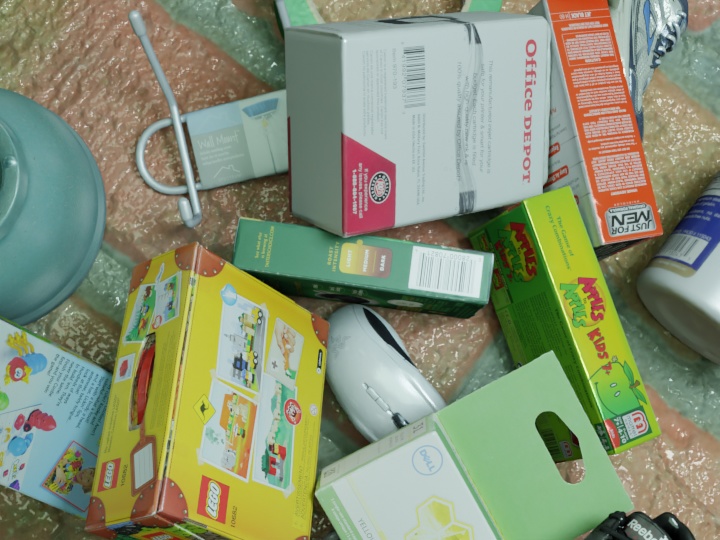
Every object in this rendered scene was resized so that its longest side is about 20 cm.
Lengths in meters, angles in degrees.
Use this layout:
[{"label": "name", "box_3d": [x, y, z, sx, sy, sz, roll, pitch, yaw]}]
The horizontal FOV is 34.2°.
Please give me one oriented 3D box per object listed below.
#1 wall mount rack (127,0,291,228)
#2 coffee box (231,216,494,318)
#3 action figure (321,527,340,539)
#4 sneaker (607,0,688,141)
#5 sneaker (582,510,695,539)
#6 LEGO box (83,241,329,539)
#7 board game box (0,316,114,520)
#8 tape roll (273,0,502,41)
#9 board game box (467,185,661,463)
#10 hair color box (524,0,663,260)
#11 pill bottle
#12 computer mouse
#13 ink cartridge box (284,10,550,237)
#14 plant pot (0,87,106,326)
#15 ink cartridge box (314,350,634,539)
[{"label": "wall mount rack", "box_3d": [-0.101, -0.134, 0.944, 0.197, 0.075, 0.176, -13, 97, 5]}, {"label": "coffee box", "box_3d": [0.000, 0.000, 0.925, 0.197, 0.123, 0.045, 7, 82, 1]}, {"label": "action figure", "box_3d": [-0.094, 0.253, 0.893, 0.191, 0.105, 0.202, -19, 79, -6]}, {"label": "sneaker", "box_3d": [0.240, -0.201, 0.991, 0.084, 0.077, 0.203, 2, 82, -6]}, {"label": "sneaker", "box_3d": [0.170, 0.219, 0.827, 0.071, 0.199, 0.099, 44, 125, 38]}, {"label": "LEGO box", "box_3d": [-0.104, 0.106, 0.851, 0.077, 0.148, 0.202, -19, 53, 36]}, {"label": "board game box", "box_3d": [-0.252, 0.099, 0.864, 0.199, 0.103, 0.106, 33, 79, -30]}, {"label": "tape roll", "box_3d": [0.022, -0.245, 1.001, 0.198, 0.048, 0.203, 0, 82, -2]}, {"label": "board game box", "box_3d": [0.158, 0.046, 0.928, 0.047, 0.101, 0.202, -17, 84, -24]}, {"label": "hair color box", "box_3d": [0.174, -0.111, 0.956, 0.060, 0.101, 0.203, -8, 82, -20]}, {"label": "pill bottle", "box_3d": [0.327, -0.030, 0.944, 0.119, 0.120, 0.200, 39, 82, 4]}, {"label": "computer mouse", "box_3d": [0.026, 0.112, 0.922, 0.110, 0.044, 0.200, -47, 70, 16]}, {"label": "ink cartridge box", "box_3d": [0.047, -0.119, 0.902, 0.198, 0.083, 0.147, -12, 110, -33]}, {"label": "plant pot", "box_3d": [-0.309, -0.059, 0.915, 0.197, 0.134, 0.203, 0, 81, -3]}, {"label": "ink cartridge box", "box_3d": [0.086, 0.170, 0.861, 0.198, 0.048, 0.147, -28, 101, 9]}]
